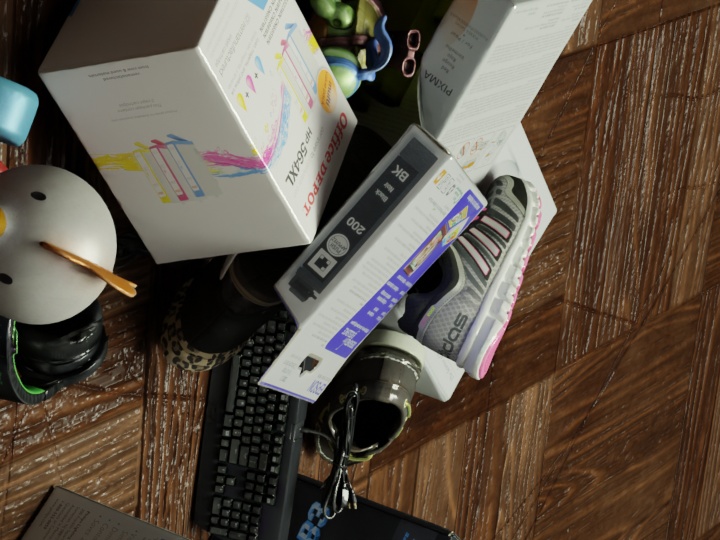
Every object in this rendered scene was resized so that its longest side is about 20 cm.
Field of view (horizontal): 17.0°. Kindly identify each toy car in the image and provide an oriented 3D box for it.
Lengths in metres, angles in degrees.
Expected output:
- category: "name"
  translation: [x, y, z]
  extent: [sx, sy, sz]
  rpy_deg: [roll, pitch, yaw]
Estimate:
- category: "toy car"
  translation: [-0.221, -0.027, 1.425]
  extent: [0.177, 0.199, 0.185]
  rpy_deg: [30, 79, -59]

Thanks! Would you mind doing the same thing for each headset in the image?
- category: "headset"
  translation: [-0.188, 0.015, 1.607]
  extent: [0.200, 0.093, 0.124]
  rpy_deg: [-48, 146, -63]

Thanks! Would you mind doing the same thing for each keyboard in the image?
- category: "keyboard"
  translation: [-0.058, 0.122, 1.853]
  extent: [0.021, 0.126, 0.201]
  rpy_deg: [-58, 156, -74]

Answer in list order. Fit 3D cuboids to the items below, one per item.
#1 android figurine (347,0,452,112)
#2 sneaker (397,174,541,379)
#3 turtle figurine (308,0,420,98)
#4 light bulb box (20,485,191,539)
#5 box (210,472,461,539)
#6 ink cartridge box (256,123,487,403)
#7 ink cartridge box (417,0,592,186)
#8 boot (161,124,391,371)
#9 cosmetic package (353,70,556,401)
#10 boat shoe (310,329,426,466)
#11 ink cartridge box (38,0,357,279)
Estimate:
- category: "android figurine"
  translation: [0.050, -0.213, 1.831]
  extent: [0.041, 0.182, 0.201]
  rpy_deg: [33, 76, -19]
- category: "sneaker"
  translation: [0.079, -0.009, 1.821]
  extent: [0.074, 0.087, 0.200]
  rpy_deg: [114, -3, -47]
- category: "turtle figurine"
  translation: [-0.053, -0.184, 1.750]
  extent: [0.144, 0.199, 0.194]
  rpy_deg: [52, 31, -23]
- category: "light bulb box"
  translation: [-0.168, 0.287, 1.678]
  extent: [0.199, 0.199, 0.125]
  rpy_deg: [-58, 147, -23]
- category: "box"
  translation: [-0.041, 0.269, 1.881]
  extent: [0.201, 0.198, 0.050]
  rpy_deg: [-65, 151, -12]
- category: "ink cartridge box"
  translation: [0.000, 0.000, 1.671]
  extent: [0.200, 0.043, 0.198]
  rpy_deg: [-50, 168, 1]
- category: "ink cartridge box"
  translation: [0.083, -0.134, 1.771]
  extent: [0.200, 0.050, 0.162]
  rpy_deg: [-57, 163, 25]
- category: "boot"
  translation: [-0.061, -0.014, 1.761]
  extent: [0.151, 0.073, 0.200]
  rpy_deg: [-43, -172, 47]
- category: "cosmetic package"
  translation: [0.040, -0.040, 1.930]
  extent: [0.201, 0.122, 0.200]
  rpy_deg: [-59, 148, -22]
- category: "boat shoe"
  translation: [-0.002, 0.116, 1.927]
  extent: [0.201, 0.071, 0.061]
  rpy_deg: [118, -11, -59]
- category: "ink cartridge box"
  translation: [-0.098, -0.106, 1.599]
  extent: [0.200, 0.125, 0.129]
  rpy_deg: [60, 36, -37]
